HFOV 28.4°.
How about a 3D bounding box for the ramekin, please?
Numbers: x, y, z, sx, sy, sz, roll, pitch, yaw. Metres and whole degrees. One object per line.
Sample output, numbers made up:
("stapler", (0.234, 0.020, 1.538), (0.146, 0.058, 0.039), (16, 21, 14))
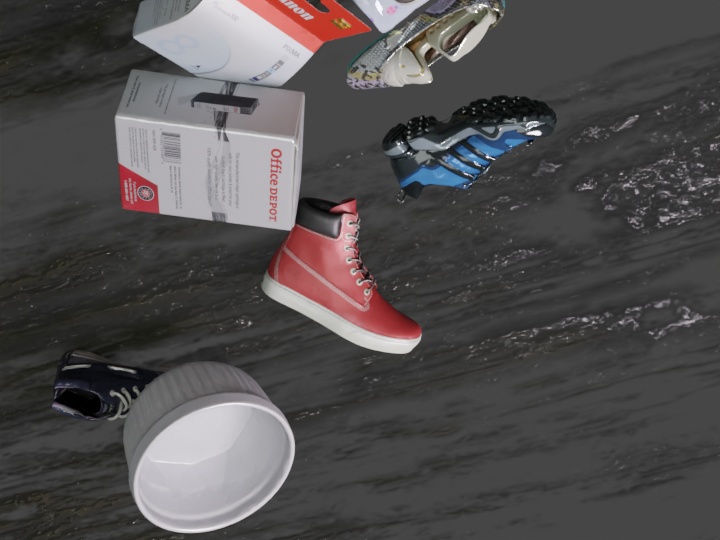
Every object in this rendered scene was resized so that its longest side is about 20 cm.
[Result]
("ramekin", (-0.188, 0.202, 1.690), (0.198, 0.105, 0.202), (-14, 129, -18))

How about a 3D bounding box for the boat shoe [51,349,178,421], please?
("boat shoe", (-0.278, 0.157, 1.720), (0.198, 0.093, 0.075), (11, 111, -1))

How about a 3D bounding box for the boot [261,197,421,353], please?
("boot", (0.000, 0.000, 1.653), (0.199, 0.072, 0.145), (26, 109, -2))

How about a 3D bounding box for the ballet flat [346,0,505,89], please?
("ballet flat", (0.073, -0.244, 1.546), (0.200, 0.072, 0.072), (-34, 105, 14))

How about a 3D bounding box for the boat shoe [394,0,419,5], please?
("boat shoe", (0.030, -0.369, 1.458), (0.066, 0.057, 0.202), (-14, 69, 23))

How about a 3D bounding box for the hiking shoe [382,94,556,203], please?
("hiking shoe", (0.127, -0.138, 1.596), (0.198, 0.075, 0.087), (-10, 118, 19))

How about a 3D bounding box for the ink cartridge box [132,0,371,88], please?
("ink cartridge box", (-0.113, -0.249, 1.490), (0.199, 0.048, 0.160), (-8, 155, 39))

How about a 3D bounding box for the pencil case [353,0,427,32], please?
("pencil case", (0.074, -0.339, 1.510), (0.199, 0.091, 0.083), (-33, 131, 17))

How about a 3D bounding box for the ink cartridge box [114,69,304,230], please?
("ink cartridge box", (-0.163, -0.132, 1.580), (0.198, 0.084, 0.145), (8, 138, 2))
